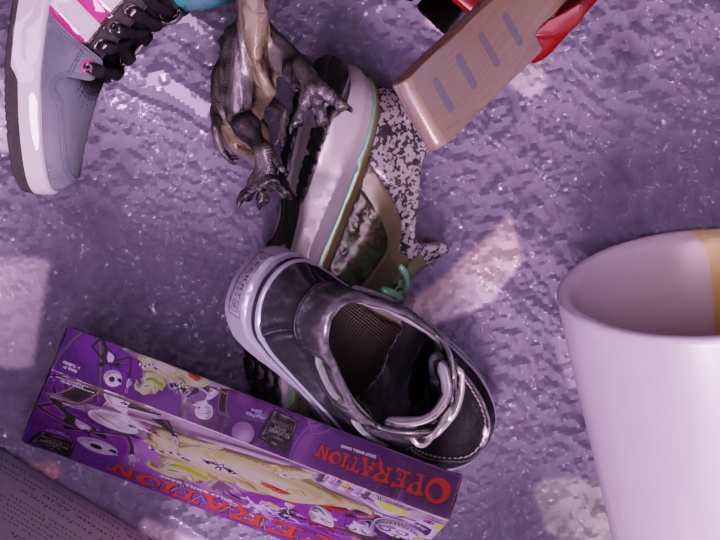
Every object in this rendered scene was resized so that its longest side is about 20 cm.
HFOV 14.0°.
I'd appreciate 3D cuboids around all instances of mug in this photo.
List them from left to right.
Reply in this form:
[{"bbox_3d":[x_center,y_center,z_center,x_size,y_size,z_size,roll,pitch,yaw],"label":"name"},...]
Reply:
[{"bbox_3d":[0.192,0.074,1.405,0.186,0.149,0.154,-4,109,6],"label":"mug"}]

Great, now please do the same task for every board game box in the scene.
[{"bbox_3d":[-0.060,0.090,1.413,0.199,0.120,0.032,21,71,-5],"label":"board game box"}]

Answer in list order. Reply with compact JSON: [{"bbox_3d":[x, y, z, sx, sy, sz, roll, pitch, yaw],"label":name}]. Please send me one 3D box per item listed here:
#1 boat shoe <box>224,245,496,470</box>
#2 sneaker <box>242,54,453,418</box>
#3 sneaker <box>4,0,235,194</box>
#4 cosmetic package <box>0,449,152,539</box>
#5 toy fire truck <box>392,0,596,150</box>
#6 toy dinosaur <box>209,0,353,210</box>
[{"bbox_3d":[0.013,0.055,1.378,0.200,0.071,0.072,33,86,-49],"label":"boat shoe"},{"bbox_3d":[0.000,0.000,1.422,0.088,0.077,0.201,9,105,-17],"label":"sneaker"},{"bbox_3d":[-0.097,-0.128,1.387,0.120,0.084,0.201,9,100,6],"label":"sneaker"},{"bbox_3d":[-0.197,0.186,1.382,0.165,0.200,0.165,32,99,-7],"label":"cosmetic package"},{"bbox_3d":[0.030,-0.149,1.317,0.176,0.200,0.129,40,97,-15],"label":"toy fire truck"},{"bbox_3d":[-0.043,-0.087,1.336,0.047,0.200,0.088,-11,60,-17],"label":"toy dinosaur"}]
